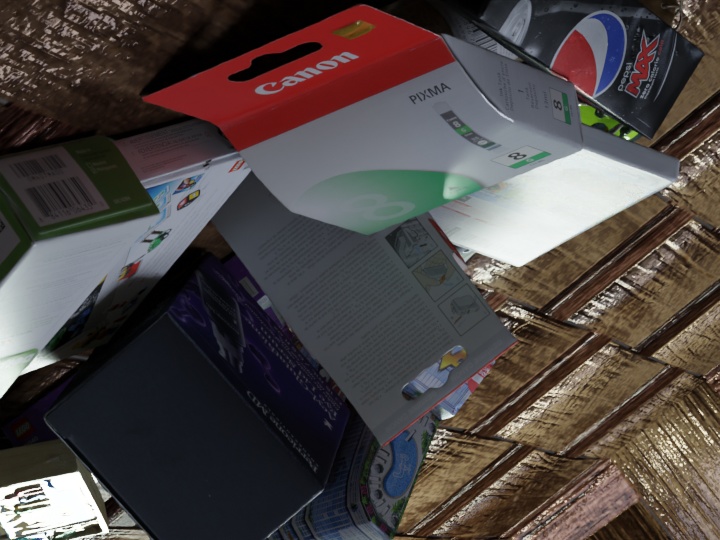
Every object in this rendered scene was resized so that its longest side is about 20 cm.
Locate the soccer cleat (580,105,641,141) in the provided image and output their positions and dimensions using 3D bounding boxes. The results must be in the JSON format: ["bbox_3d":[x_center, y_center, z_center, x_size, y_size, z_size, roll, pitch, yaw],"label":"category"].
[{"bbox_3d":[0.182,-0.116,2.022,0.081,0.068,0.200,-50,174,-30],"label":"soccer cleat"}]

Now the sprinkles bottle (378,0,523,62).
[{"bbox_3d":[0.073,-0.150,1.627,0.200,0.068,0.068,-26,162,-35],"label":"sprinkles bottle"}]

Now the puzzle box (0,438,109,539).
[{"bbox_3d":[-0.244,0.158,1.815,0.133,0.025,0.200,-11,163,-2],"label":"puzzle box"}]

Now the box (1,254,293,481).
[{"bbox_3d":[-0.143,0.075,1.869,0.200,0.039,0.137,-36,165,-4],"label":"box"}]

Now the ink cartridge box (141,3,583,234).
[{"bbox_3d":[0.004,-0.080,1.504,0.161,0.050,0.200,-21,160,34],"label":"ink cartridge box"}]

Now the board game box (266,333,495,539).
[{"bbox_3d":[0.005,0.094,1.843,0.200,0.062,0.200,-25,-144,51],"label":"board game box"}]

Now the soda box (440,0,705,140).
[{"bbox_3d":[0.115,-0.147,1.563,0.200,0.071,0.063,28,95,-50],"label":"soda box"}]

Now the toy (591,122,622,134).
[{"bbox_3d":[0.114,-0.073,1.889,0.200,0.047,0.115,-41,180,40],"label":"toy"}]

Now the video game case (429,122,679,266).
[{"bbox_3d":[0.087,-0.056,1.699,0.143,0.018,0.200,19,158,-20],"label":"video game case"}]

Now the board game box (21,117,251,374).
[{"bbox_3d":[-0.150,-0.012,1.592,0.126,0.035,0.200,-20,158,-52],"label":"board game box"}]

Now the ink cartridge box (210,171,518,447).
[{"bbox_3d":[0.000,0.000,1.649,0.109,0.200,0.050,-38,165,3],"label":"ink cartridge box"}]

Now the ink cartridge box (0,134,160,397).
[{"bbox_3d":[-0.209,0.015,1.486,0.104,0.059,0.200,-17,155,-53],"label":"ink cartridge box"}]

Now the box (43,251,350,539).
[{"bbox_3d":[-0.097,0.090,1.698,0.104,0.148,0.200,-40,-173,10],"label":"box"}]

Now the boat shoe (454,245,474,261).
[{"bbox_3d":[0.065,-0.045,1.824,0.202,0.074,0.065,-39,169,39],"label":"boat shoe"}]

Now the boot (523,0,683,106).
[{"bbox_3d":[0.189,-0.176,1.774,0.200,0.075,0.074,-41,145,-19],"label":"boot"}]
